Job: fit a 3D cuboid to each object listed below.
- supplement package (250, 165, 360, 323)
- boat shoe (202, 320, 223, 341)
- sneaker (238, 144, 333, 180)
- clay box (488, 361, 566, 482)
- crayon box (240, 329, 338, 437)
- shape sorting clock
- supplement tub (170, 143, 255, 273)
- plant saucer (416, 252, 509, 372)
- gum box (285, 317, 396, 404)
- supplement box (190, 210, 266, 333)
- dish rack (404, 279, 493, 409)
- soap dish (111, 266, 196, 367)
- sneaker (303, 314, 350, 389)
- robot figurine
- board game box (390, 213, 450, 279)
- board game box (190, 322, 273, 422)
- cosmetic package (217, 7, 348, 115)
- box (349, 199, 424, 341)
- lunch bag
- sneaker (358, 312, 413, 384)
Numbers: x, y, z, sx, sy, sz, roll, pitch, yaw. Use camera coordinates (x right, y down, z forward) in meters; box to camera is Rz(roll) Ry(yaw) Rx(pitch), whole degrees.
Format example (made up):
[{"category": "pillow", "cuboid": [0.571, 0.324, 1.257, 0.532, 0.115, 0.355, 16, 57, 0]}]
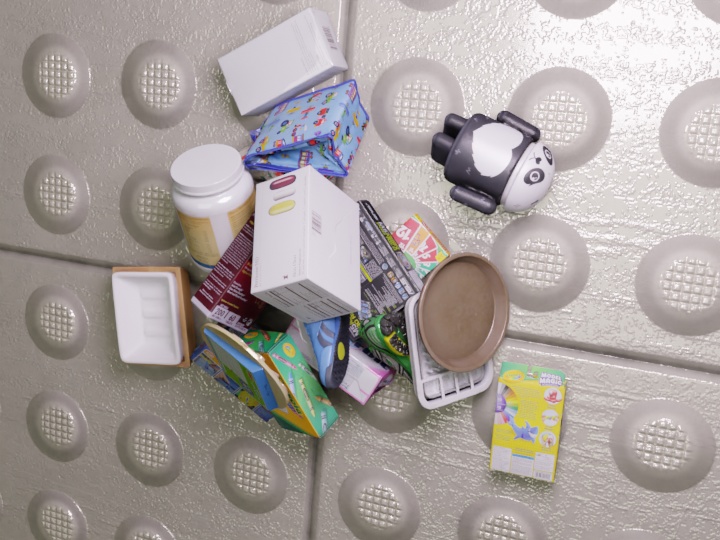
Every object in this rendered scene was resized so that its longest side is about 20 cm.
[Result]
[{"category": "supplement package", "cuboid": [-0.086, -0.039, 1.279, 0.111, 0.156, 0.201, -16, 61, 28]}, {"category": "boat shoe", "cuboid": [-0.230, 0.084, 1.499, 0.061, 0.072, 0.201, 40, 117, -2]}, {"category": "sneaker", "cuboid": [-0.147, -0.193, 1.405, 0.199, 0.093, 0.071, 8, 103, 18]}, {"category": "clay box", "cuboid": [0.292, 0.256, 1.361, 0.115, 0.048, 0.201, 8, 102, 18]}, {"category": "crayon box", "cuboid": [-0.136, 0.202, 1.411, 0.119, 0.058, 0.200, 0, 125, 48]}, {"category": "shape sorting clock", "cuboid": [-0.198, 0.163, 1.347, 0.200, 0.200, 0.039, 45, 67, 7]}, {"category": "supplement tub", "cuboid": [-0.252, -0.107, 1.393, 0.144, 0.145, 0.200, 10, 136, 17]}, {"category": "plant saucer", "cuboid": [0.169, 0.069, 1.312, 0.029, 0.200, 0.201, 3, 104, 56]}, {"category": "gum box", "cuboid": [-0.031, 0.149, 1.418, 0.200, 0.113, 0.066, 36, 110, 10]}, {"category": "supplement box", "cuboid": [-0.192, 0.003, 1.374, 0.061, 0.109, 0.200, 36, 91, 37]}, {"category": "dish rack", "cuboid": [0.146, 0.122, 1.342, 0.043, 0.171, 0.201, 6, 105, 56]}, {"category": "soap dish", "cuboid": [-0.407, 0.088, 1.558, 0.157, 0.081, 0.201, 0, 101, 20]}, {"category": "sneaker", "cuboid": [-0.062, 0.107, 1.338, 0.078, 0.066, 0.201, -7, 64, 17]}, {"category": "robot figurine", "cuboid": [0.213, -0.177, 1.263, 0.200, 0.125, 0.151, 29, 111, 13]}, {"category": "board game box", "cuboid": [0.057, -0.002, 1.407, 0.200, 0.030, 0.096, -42, 84, 24]}, {"category": "board game box", "cuboid": [-0.203, 0.185, 1.492, 0.135, 0.034, 0.200, -39, 108, 22]}, {"category": "cosmetic package", "cuboid": [-0.137, -0.362, 1.377, 0.200, 0.081, 0.113, -20, 93, 23]}, {"category": "box", "cuboid": [0.000, 0.000, 1.391, 0.160, 0.044, 0.200, -37, 80, 23]}, {"category": "lunch bag", "cuboid": [-0.105, -0.239, 1.345, 0.199, 0.151, 0.094, 0, 138, 23]}, {"category": "sneaker", "cuboid": [0.070, 0.138, 1.373, 0.085, 0.078, 0.200, -1, 140, 39]}]
